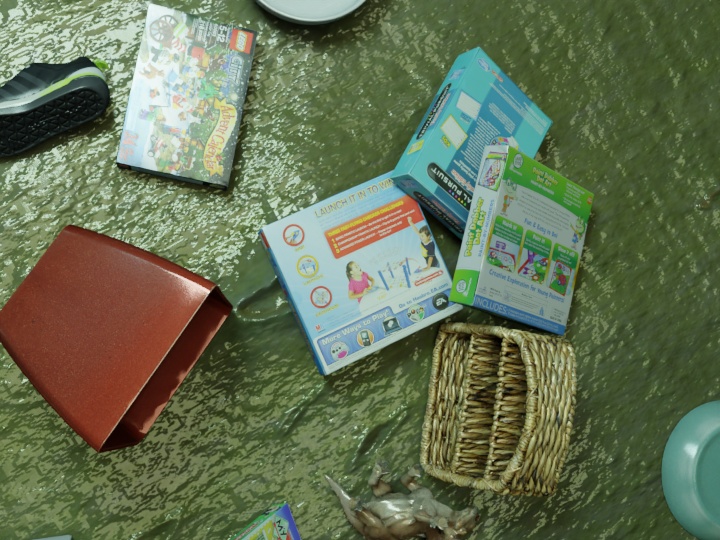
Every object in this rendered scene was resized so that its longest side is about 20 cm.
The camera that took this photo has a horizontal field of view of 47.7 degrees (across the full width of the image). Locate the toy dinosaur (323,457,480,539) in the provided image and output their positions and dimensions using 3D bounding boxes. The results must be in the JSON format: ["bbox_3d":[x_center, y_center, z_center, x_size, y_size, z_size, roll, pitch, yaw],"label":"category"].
[{"bbox_3d":[0.048,0.310,1.011,0.199,0.136,0.086,4,44,9],"label":"toy dinosaur"}]

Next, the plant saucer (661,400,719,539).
[{"bbox_3d":[0.517,0.283,1.133,0.199,0.036,0.201,1,87,-12],"label":"plant saucer"}]

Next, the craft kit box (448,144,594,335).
[{"bbox_3d":[0.210,-0.033,1.033,0.199,0.048,0.199,19,85,-42],"label":"craft kit box"}]

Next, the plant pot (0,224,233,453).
[{"bbox_3d":[-0.277,0.064,0.902,0.176,0.200,0.201,33,80,3],"label":"plant pot"}]

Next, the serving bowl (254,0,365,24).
[{"bbox_3d":[-0.070,-0.403,1.031,0.199,0.066,0.201,1,86,-12],"label":"serving bowl"}]

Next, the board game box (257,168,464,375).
[{"bbox_3d":[0.000,0.000,1.026,0.199,0.056,0.197,-24,91,-13],"label":"board game box"}]

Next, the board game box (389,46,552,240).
[{"bbox_3d":[0.145,-0.155,1.039,0.151,0.047,0.201,38,71,-24],"label":"board game box"}]

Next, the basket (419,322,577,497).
[{"bbox_3d":[0.170,0.171,1.009,0.148,0.143,0.201,12,84,-12],"label":"basket"}]

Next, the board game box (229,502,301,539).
[{"bbox_3d":[-0.096,0.395,0.950,0.029,0.134,0.201,-20,92,31],"label":"board game box"}]

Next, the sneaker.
[{"bbox_3d":[-0.390,-0.198,0.961,0.199,0.072,0.083,-19,57,-9],"label":"sneaker"}]

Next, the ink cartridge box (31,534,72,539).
[{"bbox_3d":[-0.392,0.412,0.900,0.144,0.084,0.201,-4,87,-12],"label":"ink cartridge box"}]

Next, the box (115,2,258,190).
[{"bbox_3d":[-0.212,-0.211,1.002,0.136,0.038,0.201,11,84,-11],"label":"box"}]
